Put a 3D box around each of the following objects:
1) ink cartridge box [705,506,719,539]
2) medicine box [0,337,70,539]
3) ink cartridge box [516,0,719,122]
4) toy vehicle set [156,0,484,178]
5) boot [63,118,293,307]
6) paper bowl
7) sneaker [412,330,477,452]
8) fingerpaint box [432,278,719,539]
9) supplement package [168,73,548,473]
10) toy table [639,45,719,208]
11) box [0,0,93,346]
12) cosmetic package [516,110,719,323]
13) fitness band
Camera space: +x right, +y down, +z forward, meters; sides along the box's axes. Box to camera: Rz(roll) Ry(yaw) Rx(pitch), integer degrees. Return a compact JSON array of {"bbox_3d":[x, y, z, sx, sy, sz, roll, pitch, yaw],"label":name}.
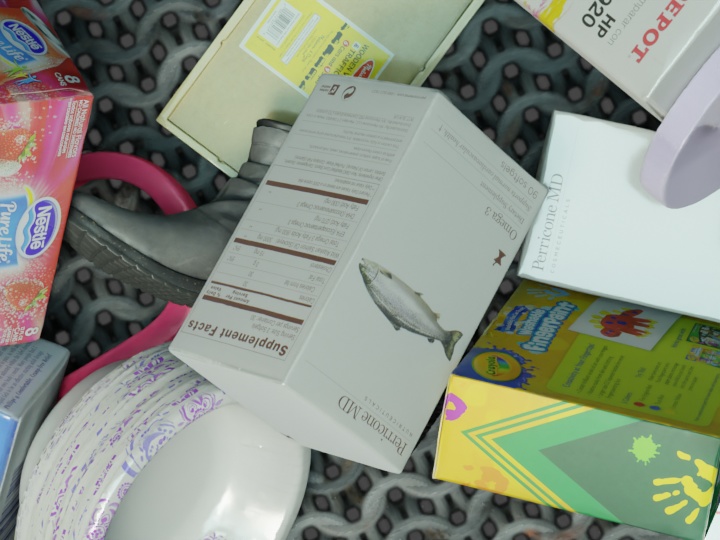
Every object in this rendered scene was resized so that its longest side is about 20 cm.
[{"bbox_3d":[0.273,0.184,1.766,0.116,0.067,0.201,-1,97,4],"label":"ink cartridge box"},{"bbox_3d":[-0.310,0.109,1.747,0.199,0.103,0.183,21,117,5],"label":"medicine box"},{"bbox_3d":[0.164,-0.199,1.655,0.200,0.145,0.147,42,98,22],"label":"ink cartridge box"},{"bbox_3d":[-0.023,-0.139,1.767,0.124,0.027,0.200,38,98,-2],"label":"toy vehicle set"},{"bbox_3d":[-0.085,-0.039,1.720,0.199,0.070,0.132,26,79,-18],"label":"boot"},{"bbox_3d":[-0.134,0.136,1.733,0.104,0.200,0.201,31,100,34],"label":"paper bowl"},{"bbox_3d":[0.033,0.025,1.765,0.088,0.074,0.201,21,88,8],"label":"sneaker"},{"bbox_3d":[0.150,0.083,1.677,0.166,0.200,0.074,13,110,12],"label":"fingerpaint box"},{"bbox_3d":[0.000,0.000,1.642,0.117,0.117,0.201,39,73,-38],"label":"supplement package"},{"bbox_3d":[0.273,-0.087,1.617,0.200,0.184,0.117,-48,65,0],"label":"toy table"},{"bbox_3d":[-0.236,-0.055,1.659,0.095,0.100,0.201,-8,134,-28],"label":"box"},{"bbox_3d":[0.204,-0.028,1.736,0.199,0.081,0.113,11,93,1],"label":"cosmetic package"},{"bbox_3d":[-0.189,0.009,1.779,0.199,0.037,0.144,-31,86,12],"label":"fitness band"}]
